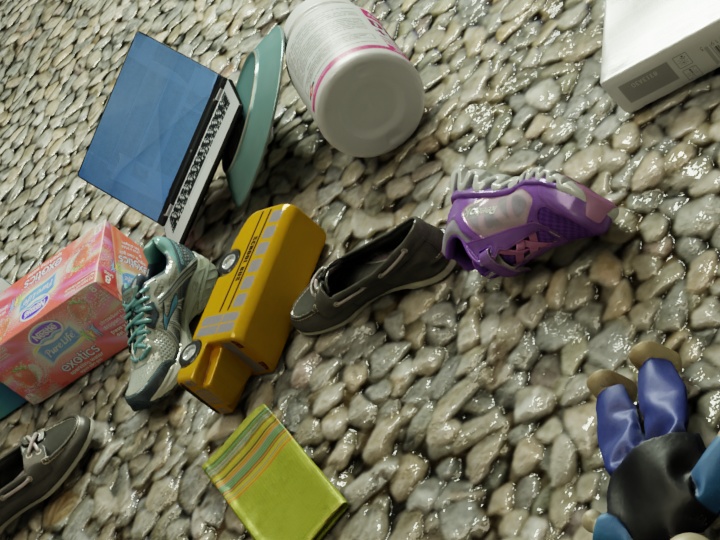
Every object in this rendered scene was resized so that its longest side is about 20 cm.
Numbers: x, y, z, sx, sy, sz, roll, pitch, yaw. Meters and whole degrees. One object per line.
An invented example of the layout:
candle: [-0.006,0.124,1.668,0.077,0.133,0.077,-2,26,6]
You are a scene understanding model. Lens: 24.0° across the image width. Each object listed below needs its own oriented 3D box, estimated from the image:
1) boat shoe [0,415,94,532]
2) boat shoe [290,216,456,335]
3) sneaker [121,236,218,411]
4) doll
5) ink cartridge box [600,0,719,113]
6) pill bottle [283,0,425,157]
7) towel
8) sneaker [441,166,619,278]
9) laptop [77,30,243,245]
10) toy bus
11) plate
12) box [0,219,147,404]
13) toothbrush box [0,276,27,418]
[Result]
boat shoe: [-0.363,0.216,1.772,0.200,0.057,0.067,-43,32,12]
boat shoe: [0.000,0.000,1.553,0.199,0.057,0.067,-24,39,36]
sneaker: [-0.218,0.053,1.749,0.077,0.086,0.201,-24,39,37]
doll: [0.207,0.134,1.152,0.136,0.048,0.201,-36,33,24]
ink cartridge box: [0.287,-0.245,1.465,0.160,0.050,0.201,-27,34,33]
pill bottle: [-0.014,-0.206,1.739,0.113,0.113,0.200,-44,32,9]
towel: [-0.078,0.189,1.490,0.086,0.018,0.200,-51,31,1]
sneaker: [0.133,-0.033,1.408,0.200,0.080,0.089,3,66,59]
laptop: [-0.226,-0.142,1.882,0.188,0.115,0.200,-65,17,13]
toy bus: [-0.104,0.037,1.642,0.078,0.065,0.201,-12,47,44]
plate: [-0.121,-0.169,1.830,0.200,0.025,0.202,-167,90,-75]
box: [-0.322,0.049,1.878,0.199,0.095,0.103,-31,36,28]
toothbrush box: [-0.473,0.122,2.003,0.199,0.085,0.147,-33,36,25]
